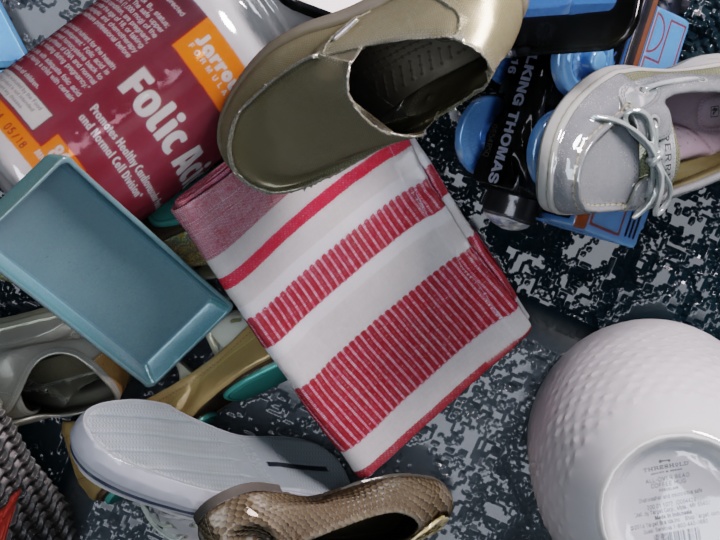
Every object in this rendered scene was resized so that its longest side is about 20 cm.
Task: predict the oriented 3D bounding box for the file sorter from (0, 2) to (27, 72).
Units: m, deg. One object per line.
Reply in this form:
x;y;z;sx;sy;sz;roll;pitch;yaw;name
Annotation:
-0.299;-0.167;1.306;0.138;0.123;0.201;-27;94;6;file sorter

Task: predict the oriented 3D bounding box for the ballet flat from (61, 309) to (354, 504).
-0.092;0.060;1.369;0.200;0.069;0.063;-35;80;5;ballet flat

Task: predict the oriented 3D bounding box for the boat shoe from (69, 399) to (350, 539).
-0.091;0.128;1.328;0.199;0.074;0.067;17;121;-41;boat shoe

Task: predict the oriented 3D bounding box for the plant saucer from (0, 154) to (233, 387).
-0.140;0.001;1.273;0.070;0.200;0.019;-44;55;0;plant saucer

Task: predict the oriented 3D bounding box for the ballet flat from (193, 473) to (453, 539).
-0.014;0.148;1.324;0.067;0.200;0.046;-43;61;28;ballet flat

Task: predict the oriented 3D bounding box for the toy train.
0.128;-0.113;1.314;0.114;0.087;0.201;18;89;-43;toy train

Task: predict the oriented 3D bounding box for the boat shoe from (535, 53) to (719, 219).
0.171;-0.073;1.264;0.065;0.201;0.075;17;113;41;boat shoe

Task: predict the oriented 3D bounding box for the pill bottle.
-0.116;-0.103;1.303;0.200;0.114;0.114;-38;96;-8;pill bottle

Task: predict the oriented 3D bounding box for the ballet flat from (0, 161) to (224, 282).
-0.124;-0.015;1.362;0.199;0.071;0.071;-15;98;6;ballet flat

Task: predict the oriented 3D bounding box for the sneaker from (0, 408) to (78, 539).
-0.234;0.134;1.358;0.093;0.070;0.200;14;145;27;sneaker

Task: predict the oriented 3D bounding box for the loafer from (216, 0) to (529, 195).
-0.001;-0.096;1.213;0.200;0.068;0.076;-33;117;31;loafer

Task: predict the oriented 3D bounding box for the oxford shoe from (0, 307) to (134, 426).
-0.224;0.071;1.361;0.199;0.058;0.075;-16;139;10;oxford shoe

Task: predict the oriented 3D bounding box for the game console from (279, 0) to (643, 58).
0.065;-0.223;1.256;0.175;0.116;0.201;19;72;-15;game console

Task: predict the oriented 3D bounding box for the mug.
0.196;0.115;1.310;0.199;0.175;0.148;3;99;1;mug

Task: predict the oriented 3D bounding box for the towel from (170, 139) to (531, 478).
0.000;0.000;1.329;0.144;0.023;0.200;-40;110;-17;towel
